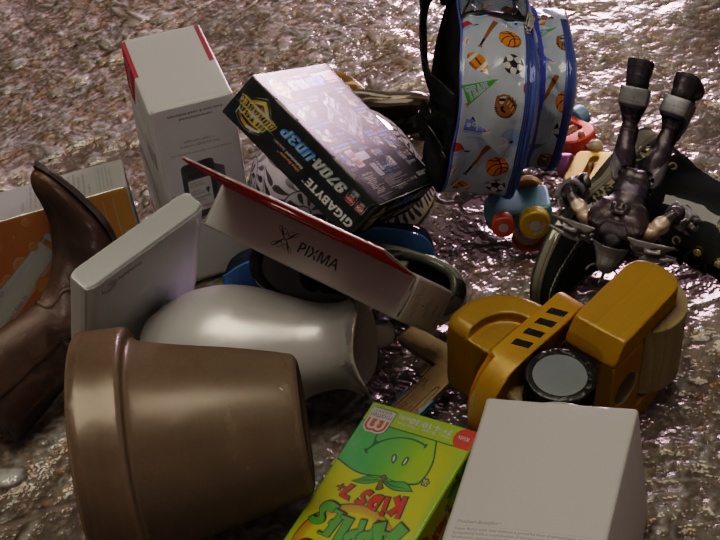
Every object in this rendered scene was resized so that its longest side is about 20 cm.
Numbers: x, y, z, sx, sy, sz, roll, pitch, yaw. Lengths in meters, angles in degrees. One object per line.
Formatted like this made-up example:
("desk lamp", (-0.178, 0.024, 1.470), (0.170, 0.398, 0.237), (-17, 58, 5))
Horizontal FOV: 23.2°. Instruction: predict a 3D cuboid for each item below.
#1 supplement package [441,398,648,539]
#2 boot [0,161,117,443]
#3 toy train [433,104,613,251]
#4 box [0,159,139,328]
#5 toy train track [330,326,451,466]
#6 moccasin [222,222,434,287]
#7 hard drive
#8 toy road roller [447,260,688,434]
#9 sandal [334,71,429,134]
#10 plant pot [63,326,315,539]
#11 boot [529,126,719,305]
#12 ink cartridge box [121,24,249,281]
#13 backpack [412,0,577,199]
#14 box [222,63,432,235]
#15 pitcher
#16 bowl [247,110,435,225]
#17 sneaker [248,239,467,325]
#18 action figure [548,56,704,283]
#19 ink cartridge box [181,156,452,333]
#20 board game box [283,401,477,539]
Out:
("supplement package", (0.135, 0.207, 1.288), (0.121, 0.120, 0.200), (3, 41, 20))
("boot", (-0.296, 0.031, 1.548), (0.200, 0.187, 0.064), (-42, 23, -15))
("toy train", (0.175, -0.083, 1.696), (0.200, 0.056, 0.150), (-34, 38, -27))
("box", (-0.302, -0.010, 1.650), (0.199, 0.125, 0.098), (-16, 21, -5))
("toy train track", (0.053, 0.115, 1.499), (0.115, 0.033, 0.200), (32, 61, 33))
("moccasin", (-0.031, -0.020, 1.644), (0.199, 0.081, 0.068), (-5, 25, 2))
("hard drive", (-0.196, 0.033, 1.530), (0.027, 0.200, 0.132), (40, 58, 19))
("toy road roller", (0.160, 0.068, 1.433), (0.146, 0.123, 0.200), (33, 55, 29))
("sandal", (-0.017, -0.181, 1.830), (0.199, 0.082, 0.055), (0, 66, 10))
("plant pot", (-0.128, 0.135, 1.388), (0.174, 0.201, 0.201), (-9, 38, 0))
("boot", (0.261, -0.023, 1.576), (0.153, 0.074, 0.204), (31, 70, 24))
("ink cartridge box", (-0.165, -0.112, 1.699), (0.083, 0.201, 0.145), (-15, 38, -11))
("backpack", (0.121, -0.159, 1.627), (0.153, 0.201, 0.191), (5, 39, 5))
("box", (-0.022, -0.112, 1.581), (0.159, 0.046, 0.200), (46, 19, 5))
("pitcher", (-0.077, 0.069, 1.531), (0.199, 0.122, 0.172), (-6, 0, 15))
("bowl", (-0.030, -0.108, 1.742), (0.200, 0.094, 0.201), (-8, 39, 6))
("sneaker", (0.000, 0.000, 1.560), (0.199, 0.079, 0.074), (8, 81, -2))
("action figure", (0.242, -0.081, 1.536), (0.130, 0.069, 0.201), (18, 79, 8))
("ink cartridge box", (-0.041, -0.019, 1.440), (0.200, 0.176, 0.045), (26, 89, 23))
("board game box", (0.010, 0.201, 1.369), (0.101, 0.048, 0.200), (14, 51, 28))
